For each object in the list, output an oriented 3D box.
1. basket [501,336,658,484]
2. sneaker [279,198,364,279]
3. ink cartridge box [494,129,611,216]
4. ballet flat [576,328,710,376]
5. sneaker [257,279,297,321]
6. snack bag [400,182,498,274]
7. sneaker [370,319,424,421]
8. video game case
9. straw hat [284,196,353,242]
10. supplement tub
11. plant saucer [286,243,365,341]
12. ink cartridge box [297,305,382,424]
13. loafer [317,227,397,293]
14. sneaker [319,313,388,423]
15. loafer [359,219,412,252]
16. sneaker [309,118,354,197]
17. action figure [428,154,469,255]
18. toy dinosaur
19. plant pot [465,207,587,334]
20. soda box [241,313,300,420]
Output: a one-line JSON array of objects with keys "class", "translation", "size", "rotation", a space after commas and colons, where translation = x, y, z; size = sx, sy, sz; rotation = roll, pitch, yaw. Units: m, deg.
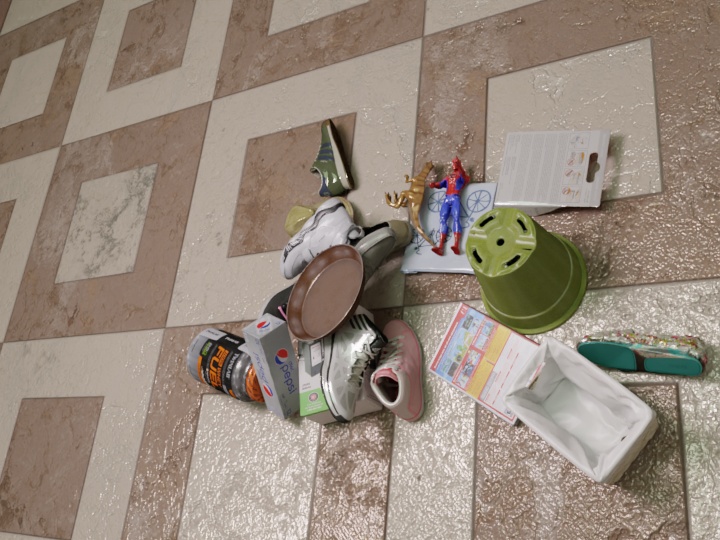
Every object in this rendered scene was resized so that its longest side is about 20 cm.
[{"class": "basket", "translation": [0.345, 0.222, 1.071], "size": [0.136, 0.123, 0.200], "rotation": [-52, 52, 2]}, {"class": "sneaker", "translation": [-0.078, -0.040, 1.401], "size": [0.201, 0.075, 0.115], "rotation": [-51, 59, 10]}, {"class": "ink cartridge box", "translation": [0.363, -0.184, 1.299], "size": [0.198, 0.050, 0.163], "rotation": [5, 71, 29]}, {"class": "ballet flat", "translation": [0.449, 0.126, 1.097], "size": [0.198, 0.076, 0.064], "rotation": [7, 41, 30]}, {"class": "sneaker", "translation": [-0.124, 0.061, 1.408], "size": [0.099, 0.071, 0.200], "rotation": [-16, 20, 49]}, {"class": "snack bag", "translation": [0.180, -0.083, 1.378], "size": [0.187, 0.021, 0.203], "rotation": [1, 69, 33]}, {"class": "sneaker", "translation": [0.065, 0.173, 1.282], "size": [0.075, 0.104, 0.202], "rotation": [-22, 58, 25]}, {"class": "video game case", "translation": [0.227, 0.162, 1.227], "size": [0.199, 0.017, 0.144], "rotation": [30, 95, 37]}, {"class": "straw hat", "translation": [-0.118, -0.099, 1.505], "size": [0.200, 0.085, 0.203], "rotation": [-26, 47, 30]}, {"class": "supplement tub", "translation": [-0.264, 0.203, 1.462], "size": [0.198, 0.122, 0.124], "rotation": [13, 76, 36]}, {"class": "plant saucer", "translation": [-0.060, 0.046, 1.293], "size": [0.199, 0.034, 0.202], "rotation": [-30, 42, 31]}, {"class": "ink cartridge box", "translation": [-0.044, 0.183, 1.356], "size": [0.144, 0.084, 0.202], "rotation": [-19, 59, 23]}, {"class": "loafer", "translation": [0.000, 0.000, 1.349], "size": [0.200, 0.070, 0.070], "rotation": [-46, 42, 9]}, {"class": "sneaker", "translation": [-0.008, 0.166, 1.237], "size": [0.114, 0.075, 0.203], "rotation": [-22, 55, 27]}, {"class": "loafer", "translation": [0.014, -0.054, 1.431], "size": [0.199, 0.068, 0.076], "rotation": [-31, 55, 27]}, {"class": "sneaker", "translation": [-0.081, -0.256, 1.590], "size": [0.089, 0.067, 0.202], "rotation": [-24, 61, 14]}, {"class": "action figure", "translation": [0.169, -0.142, 1.342], "size": [0.065, 0.099, 0.202], "rotation": [-3, 64, 30]}, {"class": "toy dinosaur", "translation": [0.107, -0.142, 1.403], "size": [0.105, 0.060, 0.203], "rotation": [-4, 66, 30]}, {"class": "plant pot", "translation": [0.270, -0.013, 1.185], "size": [0.198, 0.190, 0.203], "rotation": [-13, 63, 26]}, {"class": "soda box", "translation": [-0.166, 0.190, 1.357], "size": [0.068, 0.202, 0.063], "rotation": [-33, 34, -33]}]
